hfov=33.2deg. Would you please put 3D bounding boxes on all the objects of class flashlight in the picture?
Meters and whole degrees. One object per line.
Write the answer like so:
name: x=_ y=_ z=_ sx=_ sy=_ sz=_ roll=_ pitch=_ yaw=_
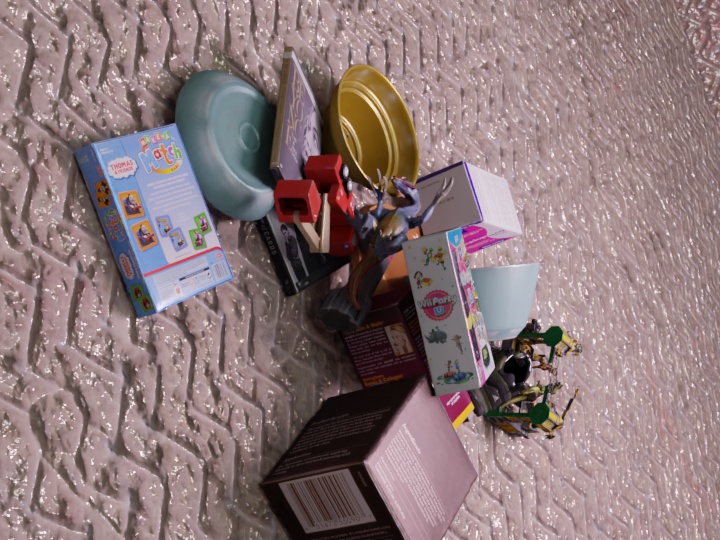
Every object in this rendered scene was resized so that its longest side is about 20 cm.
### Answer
flashlight: x=0.000 y=0.000 z=1.660 sx=0.068 sy=0.068 sz=0.200 roll=41 pitch=50 yaw=-11

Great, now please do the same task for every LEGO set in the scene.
LEGO set: x=0.293 y=0.191 z=1.962 sx=0.116 sy=0.153 sz=0.201 roll=36 pitch=51 yaw=-43

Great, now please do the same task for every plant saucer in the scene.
plant saucer: x=0.058 y=-0.006 z=1.806 sx=0.200 sy=0.037 sz=0.201 roll=30 pitch=51 yaw=-47
plant saucer: x=-0.152 y=-0.164 z=1.531 sx=0.200 sy=0.036 sz=0.201 roll=28 pitch=53 yaw=-46

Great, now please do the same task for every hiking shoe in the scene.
hiking shoe: x=0.207 y=0.149 z=1.787 sx=0.200 sy=0.100 sz=0.076 roll=-78 pitch=149 yaw=-67

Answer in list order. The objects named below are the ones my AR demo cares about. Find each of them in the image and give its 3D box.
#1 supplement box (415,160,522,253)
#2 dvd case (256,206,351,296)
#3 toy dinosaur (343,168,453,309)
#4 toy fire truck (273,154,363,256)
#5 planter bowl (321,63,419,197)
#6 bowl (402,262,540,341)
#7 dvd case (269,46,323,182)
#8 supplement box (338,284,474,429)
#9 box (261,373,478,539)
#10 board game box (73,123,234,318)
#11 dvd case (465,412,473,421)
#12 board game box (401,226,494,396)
supplement box: x=0.170 y=-0.097 z=1.919 sx=0.200 sy=0.101 sz=0.104 roll=7 pitch=64 yaw=-64
dvd case: x=-0.090 y=-0.081 z=1.634 sx=0.150 sy=0.025 sz=0.201 roll=-31 pitch=101 yaw=-56
toy dinosaur: x=0.033 y=-0.065 z=1.646 sx=0.105 sy=0.201 sz=0.181 roll=34 pitch=14 yaw=11
toy fire truck: x=-0.049 y=-0.073 z=1.568 sx=0.200 sy=0.048 sz=0.141 roll=71 pitch=26 yaw=-45
planter bowl: x=-0.003 y=-0.193 z=1.759 sx=0.200 sy=0.083 sz=0.201 roll=28 pitch=55 yaw=-47
bowl: x=0.163 y=0.049 z=1.737 sx=0.200 sy=0.200 sz=0.106 roll=-2 pitch=87 yaw=-56
dvd case: x=-0.082 y=-0.173 z=1.601 sx=0.149 sy=0.016 sz=0.201 roll=65 pitch=24 yaw=-54
supplement box: x=0.062 y=0.132 z=1.683 sx=0.086 sy=0.110 sz=0.201 roll=-37 pitch=106 yaw=-56
box: x=0.016 y=0.261 z=1.506 sx=0.165 sy=0.165 sz=0.200 roll=62 pitch=35 yaw=-14
board game box: x=-0.236 y=-0.061 z=1.401 sx=0.151 sy=0.036 sz=0.201 roll=-26 pitch=98 yaw=-57
dvd case: x=0.157 y=0.114 z=1.882 sx=0.151 sy=0.025 sz=0.200 roll=61 pitch=34 yaw=-30
board game box: x=0.116 y=0.049 z=1.573 sx=0.148 sy=0.064 sz=0.201 roll=-22 pitch=98 yaw=-77
